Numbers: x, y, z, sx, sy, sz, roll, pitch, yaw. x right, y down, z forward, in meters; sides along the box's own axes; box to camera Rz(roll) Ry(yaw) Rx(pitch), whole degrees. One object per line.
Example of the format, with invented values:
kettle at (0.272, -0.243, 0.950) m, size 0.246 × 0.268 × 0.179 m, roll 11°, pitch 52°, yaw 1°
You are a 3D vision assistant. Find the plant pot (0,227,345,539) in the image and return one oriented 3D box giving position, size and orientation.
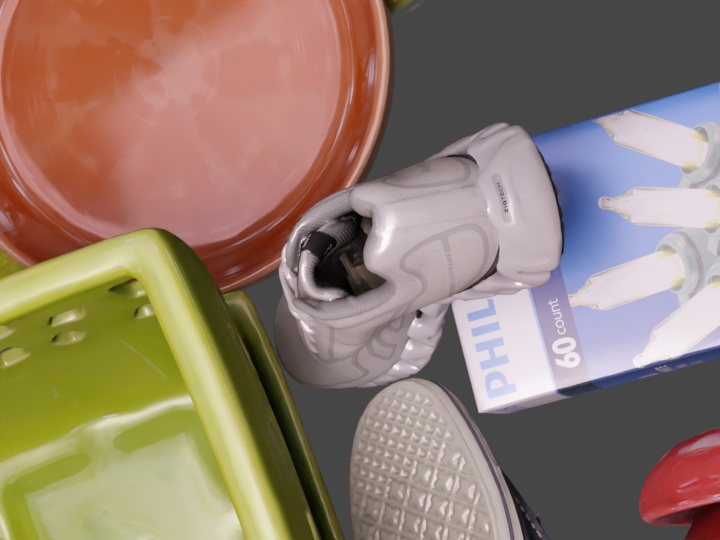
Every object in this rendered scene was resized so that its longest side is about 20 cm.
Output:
plant pot at (-0.105, 0.112, 1.134) m, size 0.199 × 0.181 × 0.200 m, roll -22°, pitch 82°, yaw 10°

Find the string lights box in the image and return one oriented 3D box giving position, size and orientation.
string lights box at (0.133, -0.017, 1.149) m, size 0.200 × 0.059 × 0.103 m, roll -16°, pitch 84°, yaw 12°

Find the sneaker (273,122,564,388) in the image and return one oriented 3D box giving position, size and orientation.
sneaker at (0.000, 0.000, 1.119) m, size 0.081 × 0.200 × 0.075 m, roll -14°, pitch 77°, yaw -26°

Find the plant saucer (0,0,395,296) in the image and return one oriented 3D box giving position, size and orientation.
plant saucer at (-0.082, -0.084, 1.219) m, size 0.200 × 0.032 × 0.200 m, roll -1°, pitch 87°, yaw 13°

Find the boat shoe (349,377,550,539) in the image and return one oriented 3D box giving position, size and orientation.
boat shoe at (0.056, 0.136, 1.156) m, size 0.075 × 0.062 × 0.200 m, roll -33°, pitch 76°, yaw 29°

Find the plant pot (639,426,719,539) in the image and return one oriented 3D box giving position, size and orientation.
plant pot at (0.199, 0.140, 1.054) m, size 0.200 × 0.200 × 0.183 m, roll -8°, pitch 82°, yaw 13°
